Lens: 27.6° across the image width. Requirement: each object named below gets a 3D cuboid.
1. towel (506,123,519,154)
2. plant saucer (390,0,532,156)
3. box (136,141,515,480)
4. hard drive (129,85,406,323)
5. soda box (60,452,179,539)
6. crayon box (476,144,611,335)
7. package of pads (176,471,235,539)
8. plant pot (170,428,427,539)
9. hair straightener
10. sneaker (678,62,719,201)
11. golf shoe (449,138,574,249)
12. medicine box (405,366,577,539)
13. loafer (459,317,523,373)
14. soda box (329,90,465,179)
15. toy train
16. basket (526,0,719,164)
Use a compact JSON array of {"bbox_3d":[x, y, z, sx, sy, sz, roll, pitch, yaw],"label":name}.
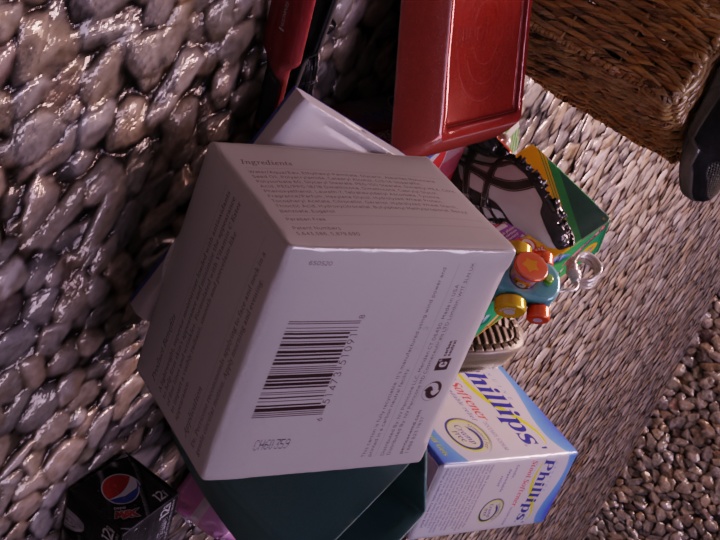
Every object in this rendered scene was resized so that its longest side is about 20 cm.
[{"bbox_3d":[0.118,-0.075,1.558,0.153,0.023,0.200,-50,161,-15],"label":"towel"},{"bbox_3d":[0.091,-0.194,1.189,0.199,0.036,0.202,-21,119,-58],"label":"plant saucer"},{"bbox_3d":[-0.029,0.029,1.047,0.198,0.131,0.200,0,125,-36],"label":"box"},{"bbox_3d":[-0.064,-0.028,1.091,0.131,0.025,0.200,26,108,-46],"label":"hard drive"},{"bbox_3d":[-0.213,0.252,1.236,0.071,0.063,0.201,-33,149,-46],"label":"soda box"},{"bbox_3d":[0.135,-0.027,1.455,0.199,0.119,0.058,-33,155,-24],"label":"crayon box"},{"bbox_3d":[-0.084,0.168,1.385,0.201,0.075,0.121,-53,161,-8],"label":"package of pads"},{"bbox_3d":[-0.063,0.163,1.237,0.141,0.200,0.142,-42,155,-21],"label":"plant pot"},{"bbox_3d":[-0.037,-0.152,1.053,0.077,0.041,0.201,-39,154,-38],"label":"hair straightener"},{"bbox_3d":[0.362,-0.129,1.321,0.076,0.114,0.201,-26,145,-48],"label":"sneaker"},{"bbox_3d":[0.115,-0.066,1.319,0.094,0.200,0.078,-39,137,-1],"label":"golf shoe"},{"bbox_3d":[0.096,0.181,1.576,0.198,0.182,0.104,0,125,-37],"label":"medicine box"},{"bbox_3d":[0.063,0.073,1.457,0.197,0.076,0.069,-1,142,-11],"label":"loafer"},{"bbox_3d":[0.018,-0.100,1.215,0.199,0.070,0.064,-23,143,-56],"label":"soda box"},{"bbox_3d":[0.140,-0.049,1.389,0.150,0.200,0.056,-38,169,-24],"label":"toy train"},{"bbox_3d":[0.254,-0.224,1.382,0.143,0.199,0.149,-54,158,-7],"label":"basket"}]
